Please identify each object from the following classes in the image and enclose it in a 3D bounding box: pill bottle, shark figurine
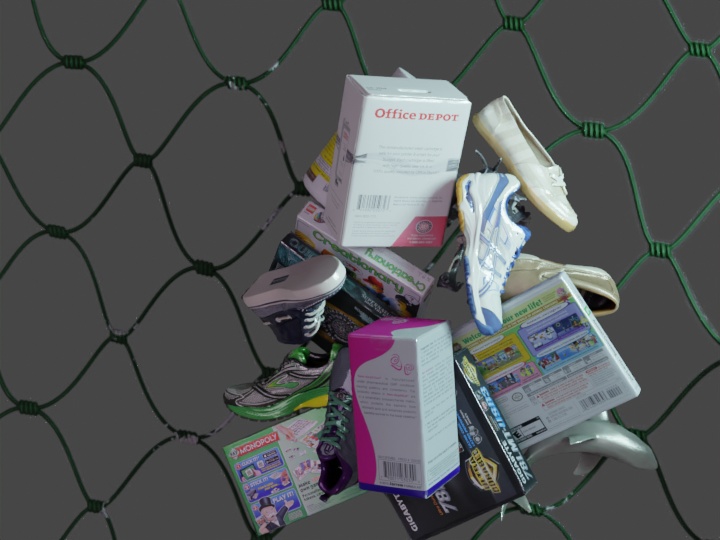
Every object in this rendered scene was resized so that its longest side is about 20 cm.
[{"bbox_3d":[0.021,-0.164,1.739,0.109,0.109,0.201,39,101,9],"label":"pill bottle"},{"bbox_3d":[0.264,0.236,1.712,0.212,0.089,0.130,-23,86,12],"label":"shark figurine"}]

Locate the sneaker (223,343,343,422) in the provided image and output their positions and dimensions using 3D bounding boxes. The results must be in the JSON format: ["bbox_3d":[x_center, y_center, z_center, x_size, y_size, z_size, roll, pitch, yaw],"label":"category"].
[{"bbox_3d":[-0.096,0.146,1.791,0.198,0.078,0.086,-15,107,12],"label":"sneaker"}]

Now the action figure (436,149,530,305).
[{"bbox_3d":[0.156,-0.063,1.718,0.117,0.102,0.202,17,112,14],"label":"action figure"}]

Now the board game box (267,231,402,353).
[{"bbox_3d":[-0.040,0.052,1.767,0.199,0.028,0.136,37,140,9],"label":"board game box"}]

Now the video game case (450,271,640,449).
[{"bbox_3d":[0.226,0.120,1.676,0.199,0.022,0.183,-30,98,32],"label":"video game case"}]

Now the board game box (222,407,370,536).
[{"bbox_3d":[-0.078,0.269,1.826,0.198,0.029,0.136,-24,86,14],"label":"board game box"}]

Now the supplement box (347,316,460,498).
[{"bbox_3d":[0.055,0.167,1.647,0.100,0.103,0.203,3,104,30],"label":"supplement box"}]

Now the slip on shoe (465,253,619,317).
[{"bbox_3d":[0.235,0.028,1.684,0.197,0.061,0.077,7,116,-11],"label":"slip on shoe"}]

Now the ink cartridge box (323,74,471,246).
[{"bbox_3d":[0.044,-0.136,1.648,0.145,0.083,0.202,0,117,-21],"label":"ink cartridge box"}]

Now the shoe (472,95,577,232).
[{"bbox_3d":[0.223,-0.139,1.710,0.053,0.070,0.201,-40,81,20],"label":"shoe"}]

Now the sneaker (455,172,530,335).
[{"bbox_3d":[0.169,-0.021,1.624,0.087,0.075,0.203,-6,96,5],"label":"sneaker"}]

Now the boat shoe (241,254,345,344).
[{"bbox_3d":[-0.066,0.042,1.712,0.199,0.075,0.093,-9,124,53],"label":"boat shoe"}]

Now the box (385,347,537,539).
[{"bbox_3d":[0.102,0.232,1.723,0.197,0.050,0.202,-30,86,31],"label":"box"}]

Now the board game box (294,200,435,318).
[{"bbox_3d":[0.000,0.000,1.748,0.199,0.127,0.035,32,61,11],"label":"board game box"}]

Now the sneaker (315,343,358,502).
[{"bbox_3d":[-0.020,0.199,1.704,0.074,0.087,0.203,9,110,25],"label":"sneaker"}]
